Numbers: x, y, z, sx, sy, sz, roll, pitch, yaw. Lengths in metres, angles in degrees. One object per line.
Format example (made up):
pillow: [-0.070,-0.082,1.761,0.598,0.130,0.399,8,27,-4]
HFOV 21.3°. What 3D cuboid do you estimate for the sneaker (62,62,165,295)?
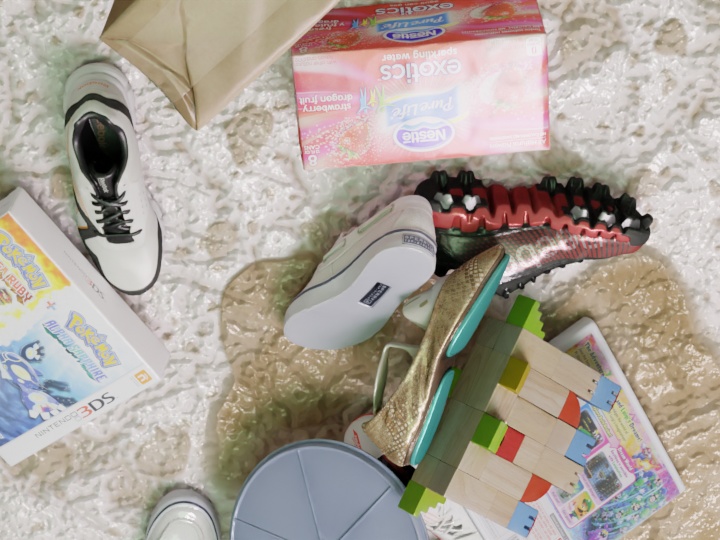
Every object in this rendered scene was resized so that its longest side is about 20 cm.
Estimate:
sneaker: [-0.206,-0.062,1.560,0.073,0.080,0.202,-10,119,1]

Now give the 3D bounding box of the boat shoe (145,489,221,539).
boat shoe: [-0.172,0.302,1.743,0.074,0.086,0.204,11,117,-7]

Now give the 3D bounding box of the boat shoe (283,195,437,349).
boat shoe: [0.000,0.000,1.595,0.070,0.070,0.200,21,144,-20]

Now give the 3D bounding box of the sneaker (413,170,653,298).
sneaker: [0.140,-0.025,1.592,0.198,0.071,0.099,3,117,-1]

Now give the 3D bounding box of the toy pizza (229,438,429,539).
toy pizza: [-0.024,0.243,1.651,0.198,0.032,0.203,4,98,28]

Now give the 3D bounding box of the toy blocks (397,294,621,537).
toy blocks: [0.135,0.138,1.609,0.136,0.100,0.201,30,84,-34]

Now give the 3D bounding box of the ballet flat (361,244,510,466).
ballet flat: [0.054,0.061,1.555,0.065,0.070,0.202,27,100,14]

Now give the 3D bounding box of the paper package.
paper package: [-0.087,-0.229,1.409,0.190,0.201,0.103,-41,111,19]

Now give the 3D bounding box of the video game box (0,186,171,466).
video game box: [-0.291,0.052,1.620,0.181,0.047,0.200,-31,114,22]

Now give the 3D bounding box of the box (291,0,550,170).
box: [0.047,-0.149,1.511,0.198,0.095,0.104,-4,118,1]

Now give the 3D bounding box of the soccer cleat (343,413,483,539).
soccer cleat: [0.063,0.203,1.698,0.069,0.085,0.200,-42,111,18]

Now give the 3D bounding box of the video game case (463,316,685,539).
video game case: [0.172,0.170,1.688,0.181,0.024,0.201,-35,114,-7]
